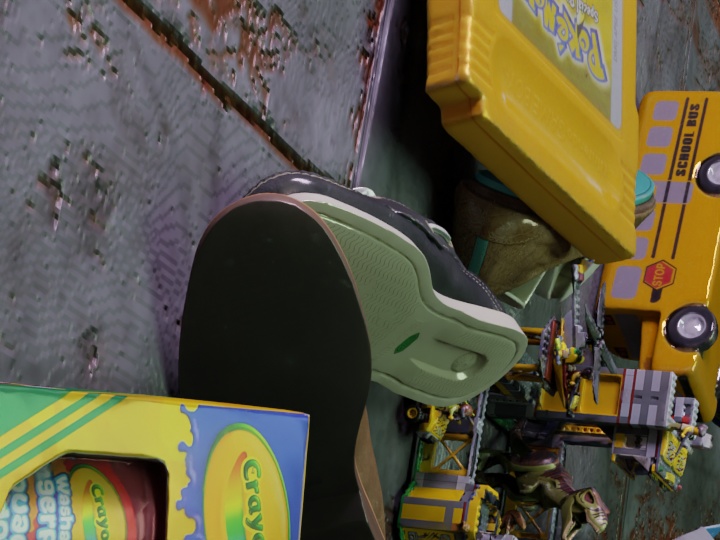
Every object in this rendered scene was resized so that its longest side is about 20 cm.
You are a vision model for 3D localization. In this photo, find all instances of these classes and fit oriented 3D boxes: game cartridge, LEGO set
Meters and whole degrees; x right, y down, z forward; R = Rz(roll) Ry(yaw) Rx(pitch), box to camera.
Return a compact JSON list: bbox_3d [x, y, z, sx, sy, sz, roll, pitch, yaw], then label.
[{"bbox_3d":[0.087,-0.127,1.080,0.176,0.032,0.201,36,48,-50],"label":"game cartridge"},{"bbox_3d":[0.106,0.100,1.117,0.200,0.115,0.155,54,44,-56],"label":"LEGO set"}]

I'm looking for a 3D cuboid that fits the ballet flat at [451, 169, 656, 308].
[{"bbox_3d":[0.095,-0.017,1.162,0.200,0.068,0.073,-16,127,-66],"label":"ballet flat"}]

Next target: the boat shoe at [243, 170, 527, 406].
[{"bbox_3d":[0.000,0.000,0.946,0.200,0.072,0.068,32,27,-57],"label":"boat shoe"}]

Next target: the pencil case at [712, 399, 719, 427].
[{"bbox_3d":[0.242,0.035,1.487,0.087,0.078,0.200,-56,150,-13],"label":"pencil case"}]

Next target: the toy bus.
[{"bbox_3d":[0.192,-0.010,1.364,0.065,0.078,0.201,61,38,-53],"label":"toy bus"}]

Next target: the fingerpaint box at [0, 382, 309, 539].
[{"bbox_3d":[-0.101,0.130,0.610,0.166,0.073,0.202,9,84,-44],"label":"fingerpaint box"}]

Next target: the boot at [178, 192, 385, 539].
[{"bbox_3d":[-0.027,0.045,0.881,0.076,0.073,0.201,-88,171,-54],"label":"boot"}]

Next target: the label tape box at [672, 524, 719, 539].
[{"bbox_3d":[0.144,0.214,1.202,0.144,0.066,0.200,-52,161,15],"label":"label tape box"}]
